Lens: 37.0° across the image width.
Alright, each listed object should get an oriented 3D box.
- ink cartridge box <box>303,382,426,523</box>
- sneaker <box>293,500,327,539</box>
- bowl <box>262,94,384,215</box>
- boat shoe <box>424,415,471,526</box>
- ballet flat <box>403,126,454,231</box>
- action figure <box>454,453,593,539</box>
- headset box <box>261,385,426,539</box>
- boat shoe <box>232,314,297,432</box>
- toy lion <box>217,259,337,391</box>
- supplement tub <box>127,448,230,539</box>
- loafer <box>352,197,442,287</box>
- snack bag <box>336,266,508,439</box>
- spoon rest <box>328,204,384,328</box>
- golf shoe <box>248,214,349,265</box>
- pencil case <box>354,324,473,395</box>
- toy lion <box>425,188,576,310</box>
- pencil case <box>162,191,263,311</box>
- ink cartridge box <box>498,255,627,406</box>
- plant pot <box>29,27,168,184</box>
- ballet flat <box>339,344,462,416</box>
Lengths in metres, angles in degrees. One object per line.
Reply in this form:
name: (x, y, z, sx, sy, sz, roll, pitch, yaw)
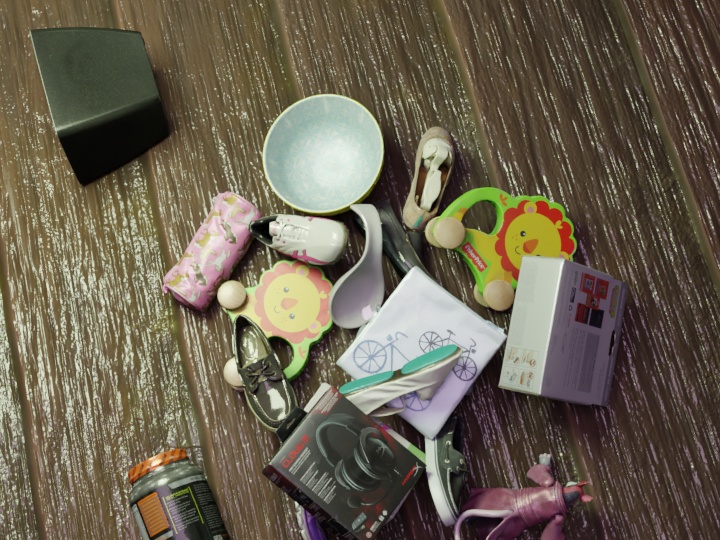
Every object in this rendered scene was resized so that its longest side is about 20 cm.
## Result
ink cartridge box: (-0.011, 0.276, 1.620, 0.199, 0.067, 0.117, 37, 63, 2)
sneaker: (-0.061, 0.337, 1.645, 0.083, 0.081, 0.202, -4, 75, 0)
bowl: (-0.052, -0.174, 1.761, 0.198, 0.108, 0.202, -2, 75, 8)
boat shoe: (0.131, 0.286, 1.586, 0.056, 0.069, 0.201, -21, 33, 12)
ballet flat: (0.120, -0.157, 1.734, 0.068, 0.067, 0.201, 17, 65, -8)
action figure: (0.238, 0.338, 1.568, 0.199, 0.149, 0.135, -23, 68, 17)
headset box: (-0.031, 0.276, 1.534, 0.200, 0.077, 0.149, 41, 65, 2)
boat shoe: (-0.154, 0.152, 1.617, 0.073, 0.065, 0.201, -28, 54, -5)
toy lion: (-0.128, 0.085, 1.734, 0.190, 0.069, 0.202, -6, 74, -1)
supplement tub: (-0.275, 0.383, 1.638, 0.122, 0.123, 0.201, -25, 73, 1)
loafer: (0.073, -0.036, 1.727, 0.072, 0.073, 0.200, -39, 74, -8)
snack bag: (0.092, 0.119, 1.619, 0.188, 0.021, 0.201, 37, 91, 11)
spoon rest: (0.000, 0.000, 1.689, 0.099, 0.061, 0.202, -4, 112, -30)
golf shoe: (-0.098, -0.050, 1.695, 0.199, 0.092, 0.073, 6, 87, 51)
pencil case: (0.086, 0.139, 1.670, 0.198, 0.083, 0.091, 9, 63, 11)
toy lion: (0.231, -0.049, 1.677, 0.192, 0.069, 0.200, -42, 100, -7)
pencil case: (-0.242, -0.030, 1.765, 0.086, 0.083, 0.201, 26, 81, 30)
ink cartridge box: (0.308, 0.095, 1.619, 0.084, 0.175, 0.202, 6, 82, 48)
plant pot: (-0.429, -0.292, 1.815, 0.176, 0.200, 0.201, -16, 73, -10)
ballet flat: (0.066, 0.169, 1.582, 0.199, 0.069, 0.070, -22, 73, 11)
